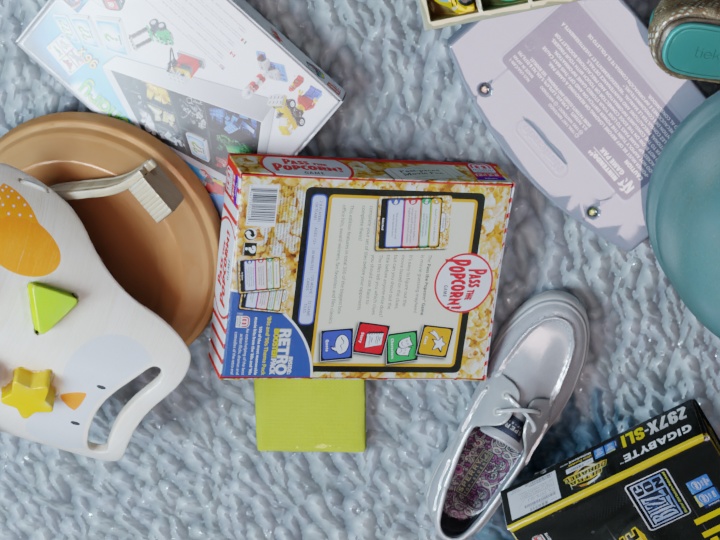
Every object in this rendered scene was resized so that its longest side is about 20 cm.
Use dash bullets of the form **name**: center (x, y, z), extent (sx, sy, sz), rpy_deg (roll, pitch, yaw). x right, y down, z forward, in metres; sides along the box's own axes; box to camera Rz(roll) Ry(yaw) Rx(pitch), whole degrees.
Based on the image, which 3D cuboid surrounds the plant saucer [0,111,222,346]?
- **plant saucer**: center (-0.193, -0.012, 1.425), extent (0.198, 0.038, 0.202), rpy_deg (6, 116, 12)

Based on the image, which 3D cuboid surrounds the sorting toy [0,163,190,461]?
- **sorting toy**: center (-0.219, 0.061, 1.376), extent (0.179, 0.107, 0.200), rpy_deg (26, 122, -20)

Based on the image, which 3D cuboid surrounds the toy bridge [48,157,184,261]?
- **toy bridge**: center (-0.207, -0.022, 1.388), extent (0.199, 0.027, 0.067), rpy_deg (-36, 101, 28)

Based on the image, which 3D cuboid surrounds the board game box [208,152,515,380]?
- **board game box**: center (0.000, 0.000, 1.411), extent (0.198, 0.046, 0.153), rpy_deg (2, 110, -17)

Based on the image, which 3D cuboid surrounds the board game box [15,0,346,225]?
- **board game box**: center (-0.124, -0.141, 1.399), extent (0.200, 0.035, 0.126), rpy_deg (42, 105, -7)

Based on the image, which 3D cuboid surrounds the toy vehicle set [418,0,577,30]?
- **toy vehicle set**: center (0.081, -0.267, 1.317), extent (0.123, 0.027, 0.202), rpy_deg (-11, 109, 9)

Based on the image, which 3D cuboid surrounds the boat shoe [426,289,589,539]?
- **boat shoe**: center (0.105, 0.109, 1.461), extent (0.072, 0.069, 0.201), rpy_deg (32, 107, -8)

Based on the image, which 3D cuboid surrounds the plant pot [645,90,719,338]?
- **plant pot**: center (0.297, -0.015, 1.330), extent (0.198, 0.135, 0.202), rpy_deg (-1, 121, -1)

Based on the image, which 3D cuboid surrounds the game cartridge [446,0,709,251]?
- **game cartridge**: center (0.159, -0.117, 1.402), extent (0.133, 0.041, 0.200), rpy_deg (-40, 102, 10)

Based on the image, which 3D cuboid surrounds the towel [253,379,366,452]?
- **towel**: center (-0.039, 0.038, 1.472), extent (0.085, 0.018, 0.202), rpy_deg (1, 109, 8)

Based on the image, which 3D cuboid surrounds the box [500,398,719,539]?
- **box**: center (0.217, 0.204, 1.468), extent (0.159, 0.050, 0.201), rpy_deg (-28, 123, 11)

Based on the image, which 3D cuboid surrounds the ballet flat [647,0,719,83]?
- **ballet flat**: center (0.286, -0.152, 1.366), extent (0.198, 0.066, 0.071), rpy_deg (14, 122, -15)
